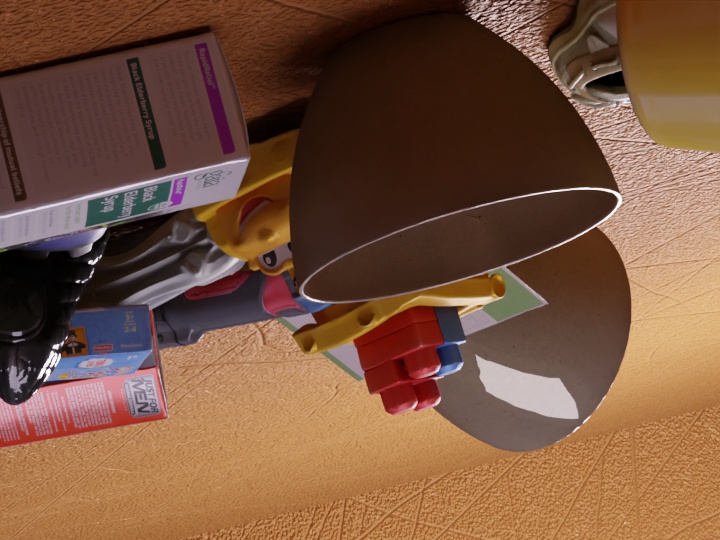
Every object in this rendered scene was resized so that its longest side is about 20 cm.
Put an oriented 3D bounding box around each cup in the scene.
[{"bbox_3d":[0.093,0.033,2.030,0.143,0.200,0.200,19,147,-41],"label":"cup"}]

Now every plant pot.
[{"bbox_3d":[0.253,-0.141,1.419,0.189,0.201,0.201,-4,175,28],"label":"plant pot"},{"bbox_3d":[0.043,-0.076,1.529,0.200,0.135,0.200,-15,168,-3],"label":"plant pot"}]

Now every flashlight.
[{"bbox_3d":[-0.086,0.008,1.864,0.200,0.068,0.068,-9,-154,42],"label":"flashlight"}]

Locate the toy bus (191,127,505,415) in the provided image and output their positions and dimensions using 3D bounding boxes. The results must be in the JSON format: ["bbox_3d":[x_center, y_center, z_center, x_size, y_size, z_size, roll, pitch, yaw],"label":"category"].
[{"bbox_3d":[0.000,0.000,1.690,0.136,0.192,0.200,-23,165,36],"label":"toy bus"}]

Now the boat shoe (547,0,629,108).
[{"bbox_3d":[0.166,-0.132,1.608,0.073,0.063,0.201,-14,168,-9],"label":"boat shoe"}]

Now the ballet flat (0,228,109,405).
[{"bbox_3d":[-0.202,0.010,1.588,0.066,0.057,0.200,11,-149,4],"label":"ballet flat"}]

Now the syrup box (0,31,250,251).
[{"bbox_3d":[-0.168,-0.066,1.424,0.200,0.082,0.079,-12,169,-11],"label":"syrup box"}]

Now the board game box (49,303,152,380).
[{"bbox_3d":[-0.244,0.054,1.684,0.200,0.037,0.151,-3,173,-10],"label":"board game box"}]

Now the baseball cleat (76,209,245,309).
[{"bbox_3d":[-0.155,0.005,1.804,0.200,0.070,0.106,-17,175,19],"label":"baseball cleat"}]

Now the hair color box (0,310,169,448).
[{"bbox_3d":[-0.244,0.070,1.831,0.200,0.102,0.061,-10,135,-3],"label":"hair color box"}]

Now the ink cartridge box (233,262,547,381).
[{"bbox_3d":[0.023,0.002,1.897,0.200,0.048,0.146,-26,128,38],"label":"ink cartridge box"}]

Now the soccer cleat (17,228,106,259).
[{"bbox_3d":[-0.244,-0.043,1.524,0.200,0.065,0.084,-7,136,-21],"label":"soccer cleat"}]
